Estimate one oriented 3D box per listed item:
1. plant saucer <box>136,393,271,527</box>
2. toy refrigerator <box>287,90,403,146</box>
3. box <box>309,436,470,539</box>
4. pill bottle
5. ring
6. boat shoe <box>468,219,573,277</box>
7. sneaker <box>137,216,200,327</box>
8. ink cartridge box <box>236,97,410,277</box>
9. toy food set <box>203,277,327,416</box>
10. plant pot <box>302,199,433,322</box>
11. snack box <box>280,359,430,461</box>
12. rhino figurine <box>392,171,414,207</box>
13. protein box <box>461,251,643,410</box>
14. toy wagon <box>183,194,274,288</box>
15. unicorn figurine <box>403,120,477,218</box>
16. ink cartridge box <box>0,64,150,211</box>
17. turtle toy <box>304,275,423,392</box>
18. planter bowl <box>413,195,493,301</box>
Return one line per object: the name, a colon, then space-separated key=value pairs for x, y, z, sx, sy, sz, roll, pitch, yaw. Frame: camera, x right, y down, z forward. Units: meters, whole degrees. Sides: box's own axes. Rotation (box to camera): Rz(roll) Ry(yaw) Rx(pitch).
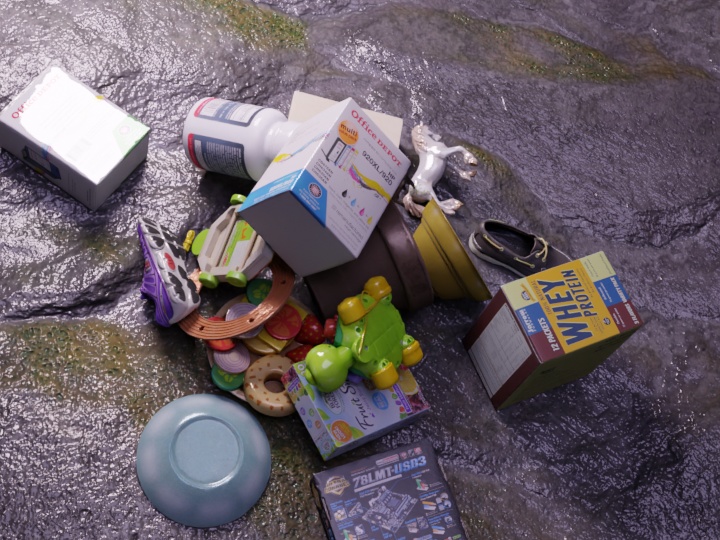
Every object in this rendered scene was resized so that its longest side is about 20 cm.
plant saucer: x=-0.226 y=0.269 z=1.500 sx=0.198 sy=0.039 sz=0.203 roll=6 pitch=61 yaw=-11
toy refrigerator: x=-0.032 y=-0.242 z=1.807 sx=0.197 sy=0.070 sz=0.077 roll=13 pitch=67 yaw=-7
box: x=0.048 y=0.369 z=1.513 sx=0.198 sy=0.050 sz=0.200 roll=-14 pitch=66 yaw=-21
pill bottle: x=-0.179 y=-0.208 z=1.675 sx=0.198 sy=0.120 sz=0.120 roll=15 pitch=55 yaw=27
ring: x=-0.193 y=0.035 z=1.592 sx=0.198 sy=0.019 sz=0.202 roll=-13 pitch=41 yaw=12
boat shoe: x=0.288 y=-0.031 z=1.781 sx=0.199 sy=0.061 sz=0.072 roll=19 pitch=60 yaw=-4
sneaker: x=-0.319 y=0.000 z=1.599 sx=0.080 sy=0.083 sz=0.201 roll=28 pitch=30 yaw=-48
ink cartridge box: x=-0.051 y=-0.123 z=1.526 sx=0.147 sy=0.144 sz=0.201 roll=45 pitch=55 yaw=-22
toy food set: x=-0.147 y=0.117 z=1.596 sx=0.197 sy=0.049 sz=0.201 roll=33 pitch=60 yaw=4
plant pot: x=0.000 y=0.000 z=1.632 sx=0.173 sy=0.201 sz=0.202 roll=-26 pitch=70 yaw=-7
snack box: x=-0.005 y=0.187 z=1.563 sx=0.198 sy=0.053 sz=0.143 roll=-15 pitch=65 yaw=-41
rhino figurine: x=0.014 y=-0.138 z=1.717 sx=0.198 sy=0.059 sz=0.089 roll=-5 pitch=105 yaw=-39
protein box: x=0.299 y=0.098 z=1.635 sx=0.196 sy=0.201 sz=0.136 roll=-17 pitch=68 yaw=-22
toy wagon: x=-0.203 y=-0.046 z=1.609 sx=0.039 sy=0.198 sz=0.157 roll=38 pitch=61 yaw=-38
unicorn figurine: x=0.133 y=-0.180 z=1.809 sx=0.136 sy=0.074 sz=0.201 roll=22 pitch=65 yaw=10
ink cartridge box: x=-0.464 y=-0.217 z=1.667 sx=0.199 sy=0.088 sz=0.146 roll=34 pitch=59 yaw=3
turtle toy: x=-0.004 y=0.108 z=1.511 sx=0.200 sy=0.100 sz=0.147 roll=-36 pitch=101 yaw=-49
planter bowl: x=0.135 y=-0.016 z=1.688 sx=0.083 sy=0.200 sz=0.202 roll=-31 pitch=72 yaw=4
